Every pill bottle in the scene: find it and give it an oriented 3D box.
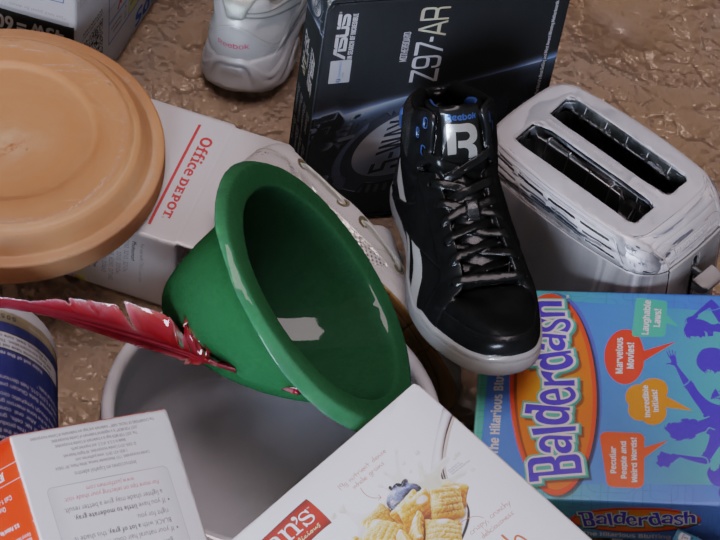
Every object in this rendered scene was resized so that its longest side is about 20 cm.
[{"bbox_3d":[-0.225,0.120,1.392,0.111,0.111,0.200,1,48,-9],"label":"pill bottle"}]

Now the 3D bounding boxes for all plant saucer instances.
[{"bbox_3d":[-0.221,-0.079,1.533,0.200,0.032,0.201,4,50,-5],"label":"plant saucer"}]

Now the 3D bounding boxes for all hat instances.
[{"bbox_3d":[-0.096,0.043,1.434,0.200,0.176,0.166,57,24,-4],"label":"hat"}]

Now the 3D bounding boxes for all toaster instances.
[{"bbox_3d":[0.141,-0.028,1.573,0.200,0.129,0.114,38,53,23],"label":"toaster"}]

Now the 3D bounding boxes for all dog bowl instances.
[{"bbox_3d":[-0.055,0.108,1.453,0.199,0.079,0.200,5,48,-5],"label":"dog bowl"}]

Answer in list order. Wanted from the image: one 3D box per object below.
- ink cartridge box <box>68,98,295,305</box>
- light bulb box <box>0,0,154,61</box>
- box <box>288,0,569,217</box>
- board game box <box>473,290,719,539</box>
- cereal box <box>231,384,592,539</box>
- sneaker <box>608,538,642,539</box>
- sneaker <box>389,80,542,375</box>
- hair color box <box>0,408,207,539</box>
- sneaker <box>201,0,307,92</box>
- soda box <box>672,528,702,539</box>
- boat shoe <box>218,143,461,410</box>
[{"bbox_3d":[-0.154,-0.052,1.585,0.199,0.068,0.115,18,50,7],"label":"ink cartridge box"},{"bbox_3d":[-0.208,-0.246,1.662,0.124,0.200,0.198,18,48,9],"label":"light bulb box"},{"bbox_3d":[0.040,-0.120,1.590,0.160,0.200,0.044,-5,49,-14],"label":"box"},{"bbox_3d":[0.167,0.085,1.455,0.199,0.045,0.152,1,53,7],"label":"board game box"},{"bbox_3d":[0.042,0.167,1.302,0.144,0.040,0.200,-40,55,-14],"label":"cereal box"},{"bbox_3d":[0.188,0.085,1.515,0.115,0.076,0.201,27,52,12],"label":"sneaker"},{"bbox_3d":[0.058,-0.037,1.463,0.073,0.112,0.200,-8,40,-12],"label":"sneaker"},{"bbox_3d":[-0.131,0.183,1.310,0.111,0.064,0.201,-7,73,-45],"label":"hair color box"},{"bbox_3d":[-0.054,-0.219,1.728,0.078,0.100,0.200,12,47,6],"label":"sneaker"},{"bbox_3d":[0.163,0.244,1.369,0.063,0.068,0.200,23,53,12],"label":"soda box"},{"bbox_3d":[0.000,0.000,1.529,0.200,0.071,0.069,50,40,-6],"label":"boat shoe"}]
